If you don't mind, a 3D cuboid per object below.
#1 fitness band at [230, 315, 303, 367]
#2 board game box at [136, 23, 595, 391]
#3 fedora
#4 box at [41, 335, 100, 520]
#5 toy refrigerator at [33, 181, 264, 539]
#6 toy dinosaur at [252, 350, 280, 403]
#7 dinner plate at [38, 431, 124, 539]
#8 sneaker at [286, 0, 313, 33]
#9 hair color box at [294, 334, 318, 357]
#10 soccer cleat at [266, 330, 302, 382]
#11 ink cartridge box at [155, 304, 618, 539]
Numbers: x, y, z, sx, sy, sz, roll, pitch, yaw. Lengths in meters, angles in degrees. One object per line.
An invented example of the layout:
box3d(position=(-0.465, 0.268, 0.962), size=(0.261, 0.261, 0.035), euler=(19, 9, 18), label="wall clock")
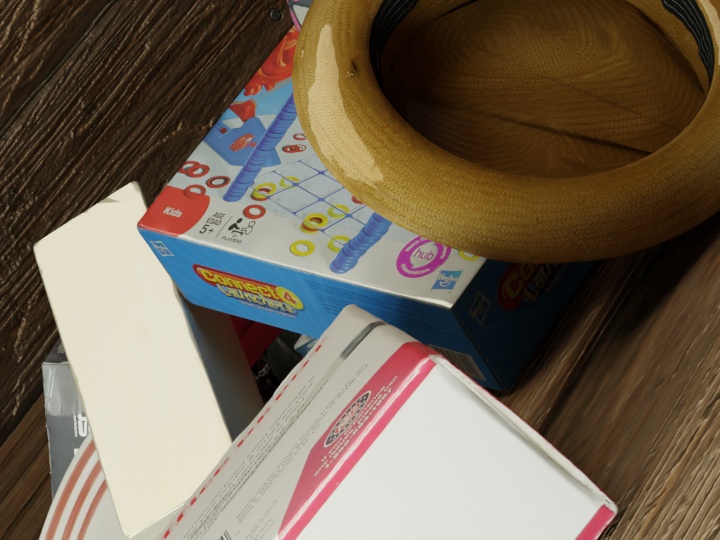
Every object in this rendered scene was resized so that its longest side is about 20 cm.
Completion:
box3d(position=(-0.064, 0.078, 1.331), size=(0.200, 0.037, 0.144), euler=(-52, 28, 28), label="fitness band")
box3d(position=(0.032, -0.057, 1.164), size=(0.200, 0.056, 0.196), euler=(14, 59, 43), label="board game box")
box3d(position=(0.073, -0.067, 1.041), size=(0.201, 0.200, 0.082), euler=(-53, -27, -22), label="fedora")
box3d(position=(-0.135, 0.095, 1.487), size=(0.200, 0.049, 0.162), euler=(-71, -22, -73), label="box")
box3d(position=(-0.091, 0.058, 1.229), size=(0.070, 0.076, 0.200), euler=(-32, 45, 7), label="toy refrigerator")
box3d(position=(-0.036, -0.005, 1.509), size=(0.102, 0.135, 0.201), euler=(31, 101, 42), label="toy dinosaur")
box3d(position=(-0.111, 0.147, 1.305), size=(0.200, 0.024, 0.201), euler=(-40, 39, 42), label="dinner plate")
box3d(position=(0.044, -0.166, 1.165), size=(0.080, 0.075, 0.200), euler=(14, 58, 43), label="sneaker")
box3d(position=(0.060, -0.029, 1.241), size=(0.200, 0.060, 0.100), euler=(-54, 8, -23), label="hair color box")
box3d(position=(0.000, 0.000, 1.372), size=(0.081, 0.068, 0.200), euler=(-12, -25, -47), label="soccer cleat")
box3d(position=(-0.006, 0.098, 0.907), size=(0.145, 0.084, 0.200), euler=(-51, 8, -2), label="ink cartridge box")
